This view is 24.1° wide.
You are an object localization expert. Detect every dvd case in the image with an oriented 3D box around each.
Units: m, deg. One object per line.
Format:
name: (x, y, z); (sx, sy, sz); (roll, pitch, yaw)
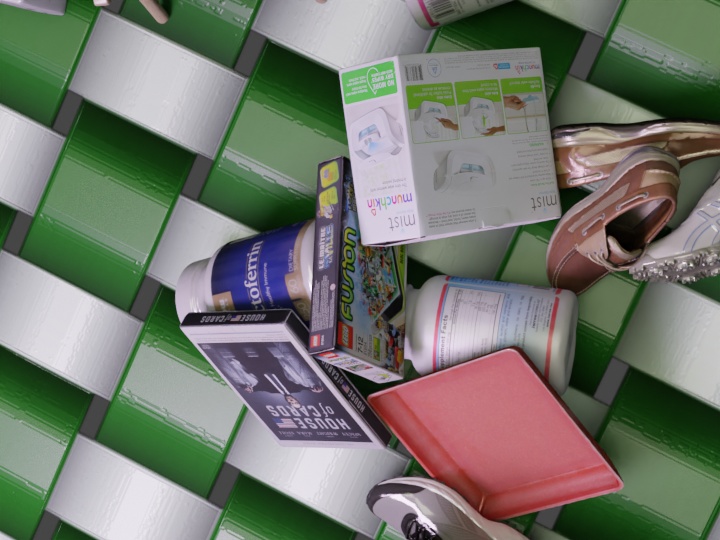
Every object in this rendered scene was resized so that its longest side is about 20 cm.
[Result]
dvd case: (-0.075, 0.113, 1.722); (0.149, 0.025, 0.200); (-3, 135, 41)

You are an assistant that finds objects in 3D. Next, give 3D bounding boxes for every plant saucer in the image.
plant saucer: (0.138, 0.161, 1.697); (0.199, 0.037, 0.200); (-21, 118, 40)

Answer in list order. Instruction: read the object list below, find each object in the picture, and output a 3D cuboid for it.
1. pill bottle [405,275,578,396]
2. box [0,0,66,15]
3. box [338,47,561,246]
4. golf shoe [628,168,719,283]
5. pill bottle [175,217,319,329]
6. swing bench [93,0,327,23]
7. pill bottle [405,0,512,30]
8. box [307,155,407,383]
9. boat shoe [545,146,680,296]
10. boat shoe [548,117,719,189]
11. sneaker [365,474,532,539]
pill bottle: (0.118, 0.063, 1.724); (0.198, 0.109, 0.110); (7, 94, 13)
box: (-0.406, -0.395, 1.802); (0.197, 0.131, 0.202); (14, 96, 11)
box: (0.093, -0.124, 1.668); (0.096, 0.199, 0.178); (-5, 94, 50)
golf shoe: (0.359, -0.049, 1.696); (0.198, 0.078, 0.098); (-17, 72, 7)
pill bottle: (-0.089, 0.017, 1.738); (0.199, 0.115, 0.117); (-14, 90, 37)
swing bench: (-0.151, -0.334, 1.715); (0.197, 0.200, 0.131); (-3, 92, 12)
pill bottle: (0.137, -0.326, 1.697); (0.198, 0.113, 0.114); (-18, 89, 13)
box: (0.000, 0.000, 1.664); (0.035, 0.110, 0.202); (-14, 64, 37)
boat shoe: (0.248, -0.036, 1.672); (0.075, 0.072, 0.200); (15, 134, -19)
boat shoe: (0.287, -0.115, 1.701); (0.198, 0.076, 0.075); (-1, 97, 21)
sneaker: (0.093, 0.281, 1.746); (0.199, 0.079, 0.074); (28, 137, 11)
